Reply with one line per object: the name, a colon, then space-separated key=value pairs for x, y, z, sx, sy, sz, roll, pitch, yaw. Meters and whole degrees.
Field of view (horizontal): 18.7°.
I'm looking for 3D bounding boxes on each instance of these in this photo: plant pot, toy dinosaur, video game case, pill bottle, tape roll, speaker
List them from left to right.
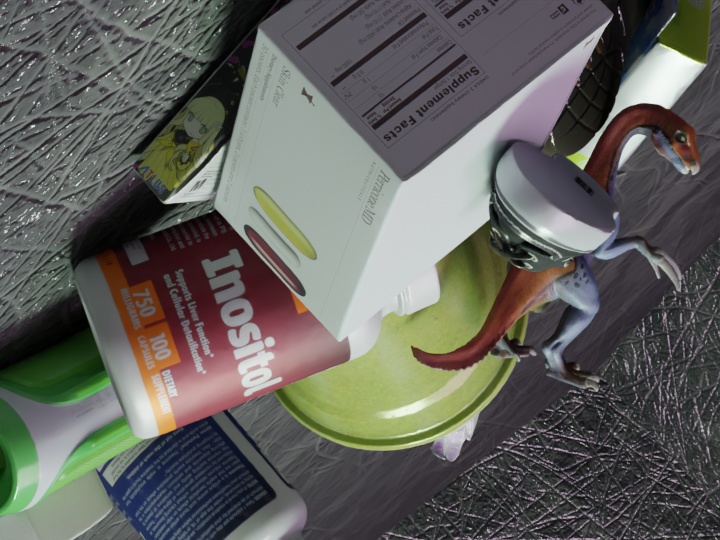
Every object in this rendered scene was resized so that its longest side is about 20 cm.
tape roll: x=-0.255 y=0.181 z=1.411 sx=0.202 sy=0.037 sz=0.203 roll=-25 pitch=-177 yaw=2
speaker: x=-0.174 y=0.082 z=1.370 sx=0.200 sy=0.089 sz=0.089 roll=-28 pitch=163 yaw=-50
pill bottle: x=-0.111 y=0.177 z=1.643 sx=0.111 sy=0.200 sz=0.111 roll=-40 pitch=168 yaw=-10
pill bottle: x=-0.060 y=0.014 z=1.296 sx=0.199 sy=0.114 sz=0.113 roll=-21 pitch=165 yaw=-9
video game case: x=-0.024 y=-0.115 z=1.265 sx=0.181 sy=0.036 sz=0.200 roll=-46 pitch=168 yaw=18
plant pot: x=0.000 y=0.000 z=1.456 sx=0.200 sy=0.201 sz=0.184 roll=-41 pitch=157 yaw=-2
toy dinosaur: x=0.146 y=-0.019 z=1.406 sx=0.199 sy=0.105 sz=0.183 roll=-9 pitch=119 yaw=-54

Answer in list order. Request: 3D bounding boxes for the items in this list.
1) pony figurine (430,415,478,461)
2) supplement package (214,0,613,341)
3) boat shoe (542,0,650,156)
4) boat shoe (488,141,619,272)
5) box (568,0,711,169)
pony figurine: x=0.066 y=0.047 z=1.915 sx=0.194 sy=0.166 sz=0.200 roll=-65 pitch=-169 yaw=-18
supplement package: x=0.022 y=-0.082 z=1.172 sx=0.156 sy=0.111 sz=0.200 roll=-39 pitch=167 yaw=-24
boat shoe: x=0.134 y=-0.152 z=1.437 sx=0.076 sy=0.073 sz=0.201 roll=72 pitch=34 yaw=-42
boat shoe: x=0.100 y=-0.026 z=1.193 sx=0.057 sy=0.069 sz=0.200 roll=-47 pitch=171 yaw=11
box: x=0.188 y=-0.145 z=1.547 sx=0.200 sy=0.047 sz=0.123 roll=-52 pitch=-161 yaw=44
